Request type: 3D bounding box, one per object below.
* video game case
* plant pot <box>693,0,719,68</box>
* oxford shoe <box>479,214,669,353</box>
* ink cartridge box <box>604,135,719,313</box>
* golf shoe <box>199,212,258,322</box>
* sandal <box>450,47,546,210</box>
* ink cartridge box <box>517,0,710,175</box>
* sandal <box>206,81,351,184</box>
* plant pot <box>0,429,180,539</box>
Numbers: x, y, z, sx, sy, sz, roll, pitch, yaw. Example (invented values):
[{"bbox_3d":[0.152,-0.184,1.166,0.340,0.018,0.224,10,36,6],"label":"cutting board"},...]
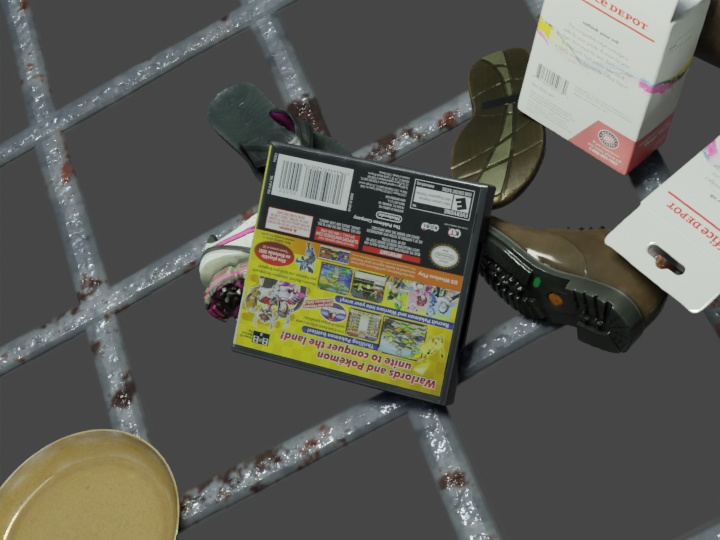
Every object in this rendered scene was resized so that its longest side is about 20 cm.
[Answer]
[{"bbox_3d":[0.000,0.000,1.480,0.199,0.025,0.182,13,95,23],"label":"video game case"},{"bbox_3d":[0.310,-0.244,1.478,0.187,0.187,0.200,-40,64,-3],"label":"plant pot"},{"bbox_3d":[0.164,-0.003,1.454,0.200,0.073,0.084,29,57,36],"label":"oxford shoe"},{"bbox_3d":[0.301,-0.040,1.392,0.200,0.067,0.117,-39,50,-9],"label":"ink cartridge box"},{"bbox_3d":[-0.054,-0.034,1.570,0.199,0.073,0.092,-22,50,12],"label":"golf shoe"},{"bbox_3d":[0.123,-0.117,1.556,0.081,0.055,0.200,-11,40,13],"label":"sandal"},{"bbox_3d":[0.207,-0.192,1.446,0.116,0.201,0.067,35,50,22],"label":"ink cartridge box"},{"bbox_3d":[-0.083,-0.121,1.658,0.075,0.048,0.200,-47,50,-9],"label":"sandal"},{"bbox_3d":[-0.236,0.229,1.515,0.199,0.028,0.201,-13,54,18],"label":"plant pot"}]
